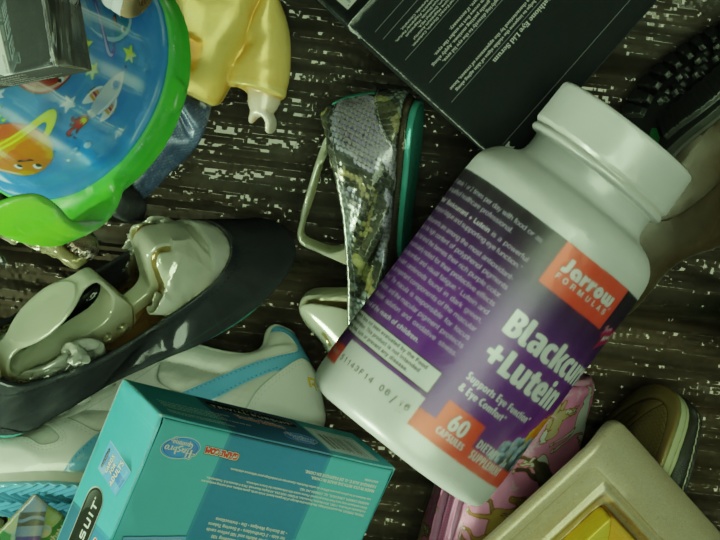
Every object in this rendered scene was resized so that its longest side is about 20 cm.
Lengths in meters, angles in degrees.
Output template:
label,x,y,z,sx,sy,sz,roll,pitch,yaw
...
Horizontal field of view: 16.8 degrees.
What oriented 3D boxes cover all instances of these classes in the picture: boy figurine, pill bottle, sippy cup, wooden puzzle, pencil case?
label,x,y,z,sx,sy,sz,roll,pitch,yaw
boy figurine,-0.086,-0.122,1.272,0.124,0.064,0.201,36,98,-1
pill bottle,0.076,0.009,1.237,0.111,0.111,0.201,36,91,-14
sippy cup,-0.173,-0.110,1.195,0.140,0.178,0.130,-53,147,6
wooden puzzle,0.120,0.207,1.315,0.200,0.037,0.185,-44,117,-2
pencil case,0.067,0.141,1.343,0.086,0.083,0.202,12,101,-11

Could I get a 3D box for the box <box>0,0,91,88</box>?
label,x,y,z,sx,sy,sz,roll,pitch,yaw
box,-0.232,-0.150,1.107,0.198,0.050,0.159,-9,90,15

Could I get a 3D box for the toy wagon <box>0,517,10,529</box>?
label,x,y,z,sx,sy,sz,roll,pitch,yaw
toy wagon,-0.244,0.179,1.328,0.154,0.040,0.201,-20,104,-4

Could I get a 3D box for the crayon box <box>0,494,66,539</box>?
label,x,y,z,sx,sy,sz,roll,pitch,yaw
crayon box,-0.144,0.223,1.306,0.126,0.052,0.200,-46,128,2

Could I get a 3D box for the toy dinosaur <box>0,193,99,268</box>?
label,x,y,z,sx,sy,sz,roll,pitch,yaw
toy dinosaur,-0.241,-0.025,1.282,0.199,0.047,0.089,23,83,-12

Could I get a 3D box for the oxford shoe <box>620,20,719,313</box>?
label,x,y,z,sx,sy,sz,roll,pitch,yaw
oxford shoe,0.179,-0.059,1.330,0.084,0.073,0.200,36,98,-28

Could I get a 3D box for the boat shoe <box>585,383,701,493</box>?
label,x,y,z,sx,sy,sz,roll,pitch,yaw
boat shoe,0.146,0.161,1.370,0.064,0.073,0.201,19,100,-30

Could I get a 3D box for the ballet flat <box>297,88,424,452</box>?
label,x,y,z,sx,sy,sz,roll,pitch,yaw
ballet flat,0.000,0.000,1.312,0.071,0.072,0.202,-3,107,-8

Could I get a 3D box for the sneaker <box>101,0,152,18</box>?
label,x,y,z,sx,sy,sz,roll,pitch,yaw
sneaker,-0.127,-0.209,1.198,0.108,0.201,0.070,24,134,-8

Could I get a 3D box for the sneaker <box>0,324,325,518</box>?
label,x,y,z,sx,sy,sz,roll,pitch,yaw
sneaker,-0.118,0.084,1.307,0.198,0.077,0.081,-10,71,-12

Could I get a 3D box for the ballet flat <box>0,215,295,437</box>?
label,x,y,z,sx,sy,sz,roll,pitch,yaw
ballet flat,-0.121,0.017,1.271,0.199,0.073,0.073,-30,105,-16

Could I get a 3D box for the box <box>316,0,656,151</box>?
label,x,y,z,sx,sy,sz,roll,pitch,yaw
box,0.085,-0.175,1.256,0.200,0.079,0.141,-48,126,3

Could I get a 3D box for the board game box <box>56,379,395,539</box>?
label,x,y,z,sx,sy,sz,roll,pitch,yaw
board game box,-0.088,0.167,1.245,0.150,0.047,0.201,17,102,-37
